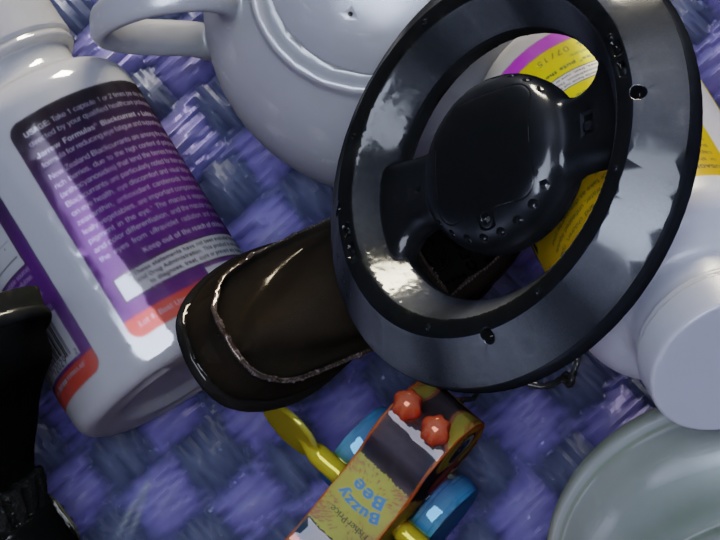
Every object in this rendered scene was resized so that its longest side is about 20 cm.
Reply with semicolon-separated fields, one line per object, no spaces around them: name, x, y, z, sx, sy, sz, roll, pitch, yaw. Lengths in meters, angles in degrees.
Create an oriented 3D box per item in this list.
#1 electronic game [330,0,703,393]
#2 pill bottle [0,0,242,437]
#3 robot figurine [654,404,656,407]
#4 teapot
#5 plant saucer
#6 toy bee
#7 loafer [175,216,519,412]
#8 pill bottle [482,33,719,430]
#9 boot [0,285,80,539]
electronic game;0.063;-0.045;1.278;0.200;0.042;0.200;-18;62;39
pill bottle;-0.136;-0.031;1.427;0.111;0.111;0.200;-32;79;1
robot figurine;0.221;0.054;1.366;0.200;0.144;0.117;-2;51;7
teapot;0.008;-0.132;1.408;0.197;0.146;0.200;37;88;12
plant saucer;0.181;0.145;1.332;0.200;0.050;0.200;3;122;5
toy bee;0.012;0.087;1.392;0.131;0.109;0.200;20;84;12
loafer;0.000;0.000;1.371;0.200;0.071;0.073;-28;83;-39
pill bottle;0.126;-0.022;1.311;0.104;0.104;0.200;-27;42;3
boot;-0.162;0.108;1.373;0.079;0.211;0.158;-20;73;-23
